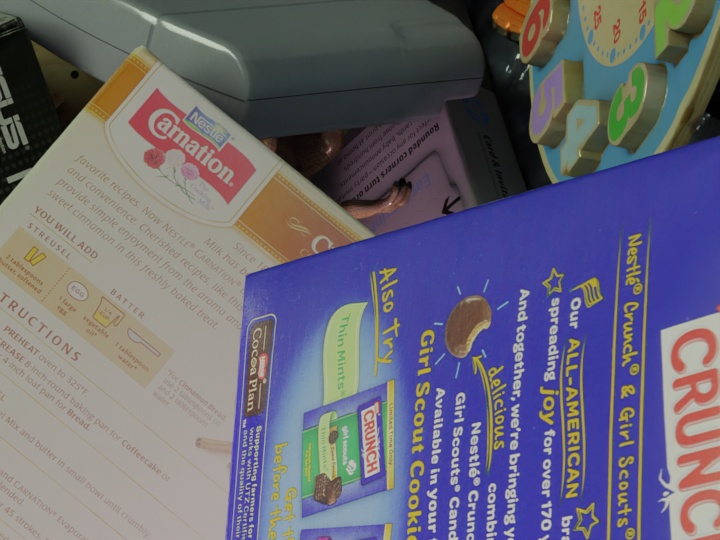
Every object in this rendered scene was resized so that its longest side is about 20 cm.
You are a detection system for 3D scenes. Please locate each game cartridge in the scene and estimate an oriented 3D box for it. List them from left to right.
[{"bbox_3d":[-0.066,-0.104,1.031,0.200,0.133,0.042,33,116,40],"label":"game cartridge"}]

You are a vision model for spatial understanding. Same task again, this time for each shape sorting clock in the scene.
[{"bbox_3d":[0.088,-0.117,0.892,0.200,0.039,0.201,-169,90,-72],"label":"shape sorting clock"}]

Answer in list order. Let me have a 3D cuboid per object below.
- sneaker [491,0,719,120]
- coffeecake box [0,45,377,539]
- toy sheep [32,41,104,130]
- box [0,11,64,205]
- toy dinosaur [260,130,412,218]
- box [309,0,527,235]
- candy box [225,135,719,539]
[{"bbox_3d":[0.123,-0.095,0.967,0.200,0.075,0.079,23,90,49],"label":"sneaker"},{"bbox_3d":[-0.078,0.055,0.913,0.200,0.153,0.073,-51,0,-18],"label":"coffeecake box"},{"bbox_3d":[-0.164,-0.039,1.231,0.200,0.138,0.138,-42,47,31],"label":"toy sheep"},{"bbox_3d":[-0.136,-0.006,1.066,0.194,0.047,0.200,69,164,-16],"label":"box"},{"bbox_3d":[-0.036,-0.042,1.079,0.101,0.058,0.200,-42,48,32],"label":"toy dinosaur"},{"bbox_3d":[0.000,0.000,1.097,0.156,0.041,0.200,-42,47,31],"label":"box"},{"bbox_3d":[0.053,0.070,0.749,0.200,0.077,0.170,-15,64,46],"label":"candy box"}]
